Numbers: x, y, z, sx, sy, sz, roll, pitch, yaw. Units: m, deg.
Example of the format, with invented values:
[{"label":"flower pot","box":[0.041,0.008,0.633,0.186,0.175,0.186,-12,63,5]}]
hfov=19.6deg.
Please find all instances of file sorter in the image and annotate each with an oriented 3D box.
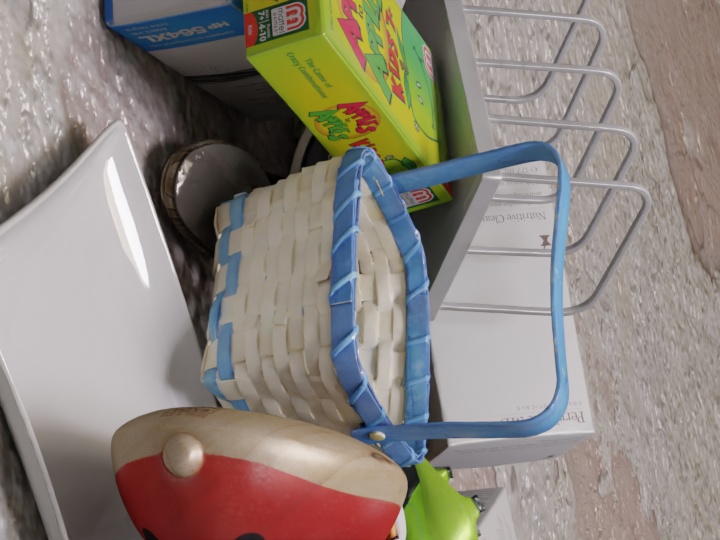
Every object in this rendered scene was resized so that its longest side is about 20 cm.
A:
[{"label":"file sorter","box":[0.095,-0.086,1.329,0.139,0.124,0.201,113,-25,-48]}]

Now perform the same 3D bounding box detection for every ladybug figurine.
[{"label":"ladybug figurine","box":[-0.051,0.114,1.017,0.200,0.135,0.073,31,62,-63]}]

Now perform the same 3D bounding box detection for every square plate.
[{"label":"square plate","box":[-0.134,0.048,1.048,0.200,0.028,0.199,-56,133,-62]}]

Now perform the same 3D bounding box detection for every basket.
[{"label":"basket","box":[0.019,0.016,1.154,0.139,0.199,0.177,53,36,-49]}]

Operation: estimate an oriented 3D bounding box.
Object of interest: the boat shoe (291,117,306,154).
[{"label":"boat shoe","box":[-0.019,-0.050,1.380,0.073,0.063,0.202,13,62,-63]}]

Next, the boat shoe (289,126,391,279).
[{"label":"boat shoe","box":[0.000,0.000,1.279,0.073,0.062,0.201,-35,129,-50]}]

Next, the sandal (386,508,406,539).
[{"label":"sandal","box":[-0.022,0.199,1.140,0.059,0.079,0.208,-60,157,-72]}]

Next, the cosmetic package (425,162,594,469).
[{"label":"cosmetic package","box":[0.080,0.029,1.412,0.081,0.112,0.201,129,-48,-64]}]

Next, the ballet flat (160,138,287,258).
[{"label":"ballet flat","box":[-0.070,-0.038,1.252,0.200,0.046,0.068,11,92,-63]}]

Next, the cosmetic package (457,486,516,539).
[{"label":"cosmetic package","box":[0.027,0.210,1.297,0.200,0.107,0.085,-41,121,-65]}]

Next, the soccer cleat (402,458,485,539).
[{"label":"soccer cleat","box":[-0.010,0.110,1.220,0.200,0.081,0.068,46,-27,32]}]

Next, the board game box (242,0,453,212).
[{"label":"board game box","box":[-0.006,-0.121,1.187,0.200,0.047,0.102,47,33,-57]}]

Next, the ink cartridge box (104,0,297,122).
[{"label":"ink cartridge box","box":[-0.072,-0.187,1.240,0.200,0.084,0.147,32,52,-65]}]
